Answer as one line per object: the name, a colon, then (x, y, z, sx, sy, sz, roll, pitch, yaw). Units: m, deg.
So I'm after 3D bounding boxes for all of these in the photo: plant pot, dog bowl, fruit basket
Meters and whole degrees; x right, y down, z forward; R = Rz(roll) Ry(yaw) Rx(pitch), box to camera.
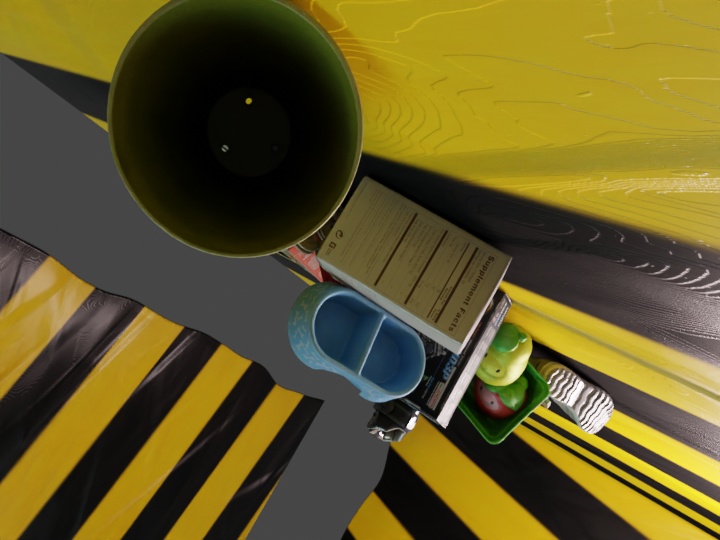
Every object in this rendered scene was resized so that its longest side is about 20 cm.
plant pot: (-0.101, -0.126, 0.501, 0.185, 0.189, 0.200, 34, -174, -14)
dog bowl: (0.003, 0.093, 0.716, 0.198, 0.113, 0.049, 34, 160, -22)
fruit basket: (0.201, 0.153, 0.897, 0.216, 0.155, 0.216, 48, -179, -1)

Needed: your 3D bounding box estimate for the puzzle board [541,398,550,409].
puzzle board: (0.288, 0.182, 1.076, 0.200, 0.017, 0.151, 47, -178, 24)

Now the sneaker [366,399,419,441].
sneaker: (0.042, 0.227, 1.046, 0.077, 0.148, 0.201, 36, 172, -36)

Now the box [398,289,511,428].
box: (0.102, 0.095, 0.810, 0.157, 0.202, 0.046, 24, 168, 36)

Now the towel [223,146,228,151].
towel: (-0.212, -0.191, 0.896, 0.198, 0.049, 0.171, 24, 164, 48)

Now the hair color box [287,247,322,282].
hair color box: (-0.024, -0.011, 0.927, 0.200, 0.061, 0.103, 44, -150, -24)

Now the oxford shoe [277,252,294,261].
oxford shoe: (-0.098, -0.033, 1.139, 0.196, 0.073, 0.073, 11, -164, 33)

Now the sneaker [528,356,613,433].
sneaker: (0.368, 0.208, 0.976, 0.200, 0.075, 0.082, 43, -177, -25)

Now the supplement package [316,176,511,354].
supplement package: (0.065, -0.002, 0.683, 0.198, 0.119, 0.117, 31, 172, 13)

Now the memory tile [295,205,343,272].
memory tile: (-0.025, -0.042, 0.817, 0.199, 0.017, 0.155, 37, -145, -30)

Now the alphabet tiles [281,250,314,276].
alphabet tiles: (-0.088, -0.019, 1.055, 0.199, 0.008, 0.166, 38, 162, -20)

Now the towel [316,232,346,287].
towel: (0.000, 0.000, 0.863, 0.198, 0.022, 0.147, 24, -137, -49)
